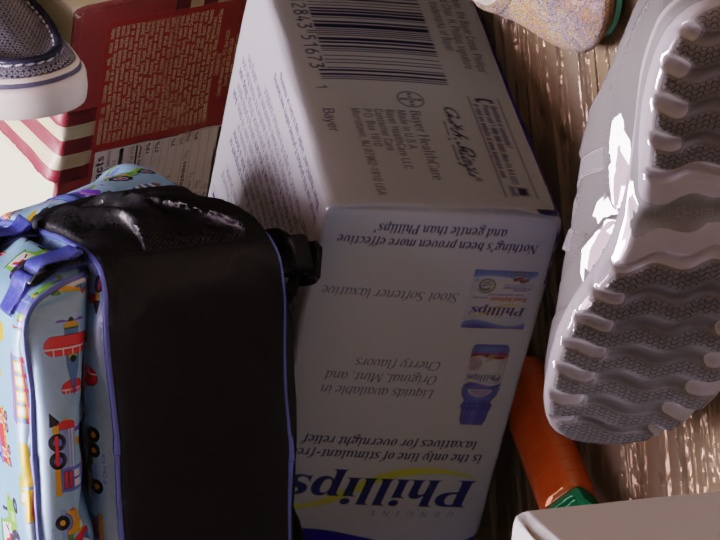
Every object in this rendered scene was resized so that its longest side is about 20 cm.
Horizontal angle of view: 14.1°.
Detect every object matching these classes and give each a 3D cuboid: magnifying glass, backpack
[{"bbox_3d":[0.092,0.113,1.196,0.080,0.022,0.200,-39,44,20],"label":"magnifying glass"},{"bbox_3d":[-0.111,0.047,1.206,0.200,0.134,0.183,27,122,59],"label":"backpack"}]

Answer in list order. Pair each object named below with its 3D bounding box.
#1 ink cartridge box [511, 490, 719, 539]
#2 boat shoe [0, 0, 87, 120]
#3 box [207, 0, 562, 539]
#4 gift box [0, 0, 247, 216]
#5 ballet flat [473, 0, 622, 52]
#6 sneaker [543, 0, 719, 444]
[{"bbox_3d":[0.123,0.181,1.014,0.083,0.147,0.200,-137,48,-59],"label":"ink cartridge box"},{"bbox_3d":[-0.197,-0.141,1.358,0.200,0.075,0.093,29,129,44],"label":"boat shoe"},{"bbox_3d":[0.000,0.000,1.281,0.184,0.105,0.200,-106,24,-50],"label":"box"},{"bbox_3d":[-0.127,-0.118,1.499,0.187,0.200,0.185,41,128,38],"label":"gift box"},{"bbox_3d":[0.042,-0.157,1.233,0.200,0.067,0.068,-120,33,-44],"label":"ballet flat"},{"bbox_3d":[0.116,-0.025,1.108,0.082,0.075,0.200,-106,29,-58],"label":"sneaker"}]
